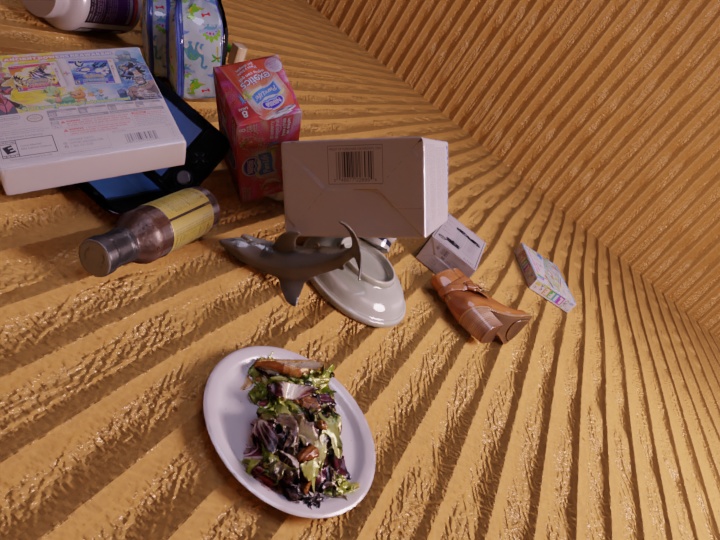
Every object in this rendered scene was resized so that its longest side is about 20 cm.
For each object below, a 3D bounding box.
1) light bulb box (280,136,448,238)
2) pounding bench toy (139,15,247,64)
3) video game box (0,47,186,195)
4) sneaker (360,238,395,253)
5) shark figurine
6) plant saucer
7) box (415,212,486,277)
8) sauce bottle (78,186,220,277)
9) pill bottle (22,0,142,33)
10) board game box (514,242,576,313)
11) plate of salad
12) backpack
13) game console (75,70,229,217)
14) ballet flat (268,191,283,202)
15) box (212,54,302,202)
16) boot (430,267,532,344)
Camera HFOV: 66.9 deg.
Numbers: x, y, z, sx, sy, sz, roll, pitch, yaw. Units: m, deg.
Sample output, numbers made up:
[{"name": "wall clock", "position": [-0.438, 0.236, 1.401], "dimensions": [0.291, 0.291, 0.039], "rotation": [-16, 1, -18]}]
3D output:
[{"name": "light bulb box", "position": [0.017, -0.120, 0.774], "dimensions": [0.194, 0.128, 0.200], "rotation": [2, 12, 17]}, {"name": "pounding bench toy", "position": [-0.350, -0.516, 1.168], "dimensions": [0.198, 0.125, 0.157], "rotation": [15, 33, -37]}, {"name": "video game box", "position": [-0.335, -0.187, 0.648], "dimensions": [0.197, 0.047, 0.184], "rotation": [-17, 65, -30]}, {"name": "sneaker", "position": [-0.011, -0.108, 0.941], "dimensions": [0.198, 0.081, 0.076], "rotation": [32, 0, 22]}, {"name": "shark figurine", "position": [-0.070, 0.001, 0.717], "dimensions": [0.128, 0.211, 0.091], "rotation": [34, 61, -59]}, {"name": "plant saucer", "position": [0.000, 0.000, 0.864], "dimensions": [0.198, 0.050, 0.201], "rotation": [29, 27, -16]}, {"name": "box", "position": [0.199, -0.045, 1.169], "dimensions": [0.116, 0.060, 0.200], "rotation": [38, 27, 2]}, {"name": "sauce bottle", "position": [-0.237, -0.048, 0.628], "dimensions": [0.064, 0.065, 0.200], "rotation": [38, 26, 2]}, {"name": "pill bottle", "position": [-0.486, -0.480, 0.955], "dimensions": [0.112, 0.113, 0.200], "rotation": [37, 26, 1]}, {"name": "board game box", "position": [0.494, 0.015, 1.469], "dimensions": [0.133, 0.034, 0.201], "rotation": [31, 27, -13]}, {"name": "plate of salad", "position": [-0.062, 0.148, 0.553], "dimensions": [0.198, 0.048, 0.201], "rotation": [30, 27, -17]}, {"name": "backpack", "position": [-0.321, -0.417, 0.996], "dimensions": [0.144, 0.185, 0.202], "rotation": [-6, 48, -23]}, {"name": "game console", "position": [-0.301, -0.179, 0.701], "dimensions": [0.199, 0.173, 0.119], "rotation": [40, -6, 6]}, {"name": "ballet flat", "position": [-0.170, -0.165, 0.919], "dimensions": [0.199, 0.071, 0.065], "rotation": [40, 53, 11]}, {"name": "box", "position": [-0.150, -0.199, 0.793], "dimensions": [0.094, 0.200, 0.101], "rotation": [-19, 73, -17]}, {"name": "boot", "position": [0.228, 0.064, 1.035], "dimensions": [0.198, 0.077, 0.156], "rotation": [-4, 43, -44]}]
